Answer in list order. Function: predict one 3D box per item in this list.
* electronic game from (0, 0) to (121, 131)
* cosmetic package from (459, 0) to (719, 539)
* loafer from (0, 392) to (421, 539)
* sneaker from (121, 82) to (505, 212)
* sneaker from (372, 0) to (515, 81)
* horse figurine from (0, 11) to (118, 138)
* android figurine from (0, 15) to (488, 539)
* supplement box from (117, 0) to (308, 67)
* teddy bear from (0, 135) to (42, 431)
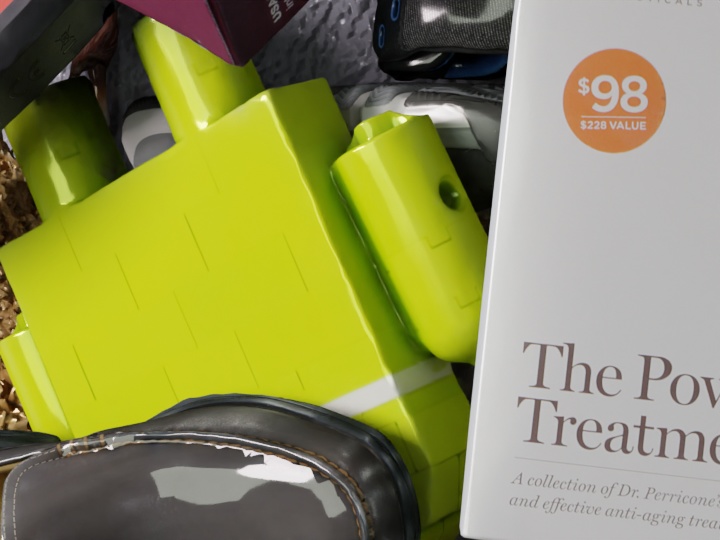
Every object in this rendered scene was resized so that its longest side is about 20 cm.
[{"bbox_3d":[-0.128,-0.079,0.733,0.200,0.042,0.200,-37,20,16],"label":"electronic game"},{"bbox_3d":[0.129,-0.001,0.553,0.198,0.052,0.152,6,89,4],"label":"cosmetic package"},{"bbox_3d":[-0.076,0.079,0.656,0.199,0.072,0.073,-11,93,34],"label":"loafer"},{"bbox_3d":[0.000,0.000,0.731,0.199,0.075,0.117,3,95,50],"label":"sneaker"},{"bbox_3d":[0.008,-0.121,0.719,0.199,0.073,0.113,25,101,38],"label":"sneaker"},{"bbox_3d":[-0.149,-0.108,0.874,0.199,0.050,0.134,4,93,42],"label":"horse figurine"},{"bbox_3d":[-0.034,0.026,0.684,0.181,0.041,0.201,-29,86,35],"label":"android figurine"},{"bbox_3d":[-0.016,-0.166,0.631,0.110,0.086,0.200,31,67,31],"label":"supplement box"},{"bbox_3d":[-0.108,0.050,0.811,0.201,0.066,0.146,57,149,32],"label":"teddy bear"}]
